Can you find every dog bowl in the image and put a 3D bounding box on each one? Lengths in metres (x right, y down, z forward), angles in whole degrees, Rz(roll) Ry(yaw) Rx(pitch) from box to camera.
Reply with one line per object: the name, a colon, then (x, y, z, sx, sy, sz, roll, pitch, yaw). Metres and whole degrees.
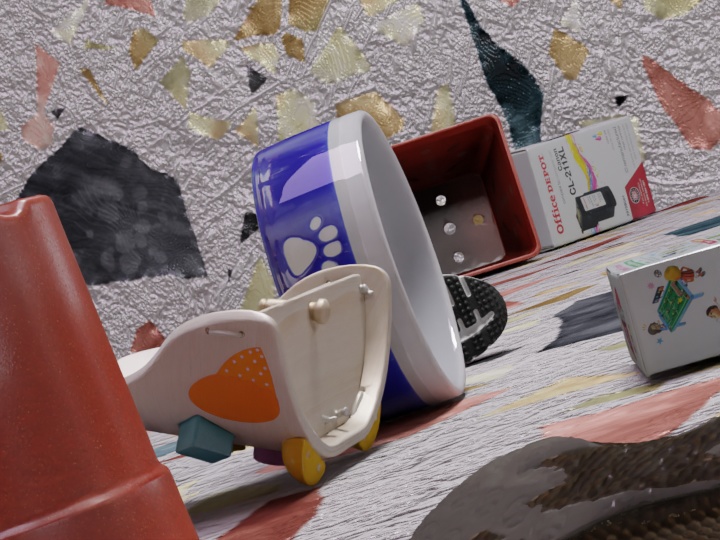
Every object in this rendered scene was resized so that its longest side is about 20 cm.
dog bowl: (0.000, 0.000, 1.548, 0.078, 0.202, 0.200, -19, 1, 10)

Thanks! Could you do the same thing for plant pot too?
plant pot: (-0.194, 0.077, 1.134, 0.199, 0.197, 0.201, -18, 1, 0)
plant pot: (0.121, -0.073, 3.145, 0.198, 0.201, 0.176, -18, -10, 0)

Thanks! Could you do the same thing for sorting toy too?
sorting toy: (-0.092, 0.065, 1.376, 0.178, 0.108, 0.200, -3, 6, 20)

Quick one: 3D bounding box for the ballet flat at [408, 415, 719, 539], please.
ballet flat: (0.095, 0.079, 0.769, 0.199, 0.046, 0.068, -23, 29, 37)

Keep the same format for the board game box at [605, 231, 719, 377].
board game box: (0.247, 0.000, 1.345, 0.198, 0.065, 0.148, -16, 1, 4)

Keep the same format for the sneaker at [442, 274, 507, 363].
sneaker: (0.018, 0.054, 1.815, 0.198, 0.074, 0.080, -17, 0, -6)

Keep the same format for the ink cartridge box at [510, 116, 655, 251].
ink cartridge box: (0.302, -0.119, 3.266, 0.199, 0.147, 0.083, -19, 5, -34)
